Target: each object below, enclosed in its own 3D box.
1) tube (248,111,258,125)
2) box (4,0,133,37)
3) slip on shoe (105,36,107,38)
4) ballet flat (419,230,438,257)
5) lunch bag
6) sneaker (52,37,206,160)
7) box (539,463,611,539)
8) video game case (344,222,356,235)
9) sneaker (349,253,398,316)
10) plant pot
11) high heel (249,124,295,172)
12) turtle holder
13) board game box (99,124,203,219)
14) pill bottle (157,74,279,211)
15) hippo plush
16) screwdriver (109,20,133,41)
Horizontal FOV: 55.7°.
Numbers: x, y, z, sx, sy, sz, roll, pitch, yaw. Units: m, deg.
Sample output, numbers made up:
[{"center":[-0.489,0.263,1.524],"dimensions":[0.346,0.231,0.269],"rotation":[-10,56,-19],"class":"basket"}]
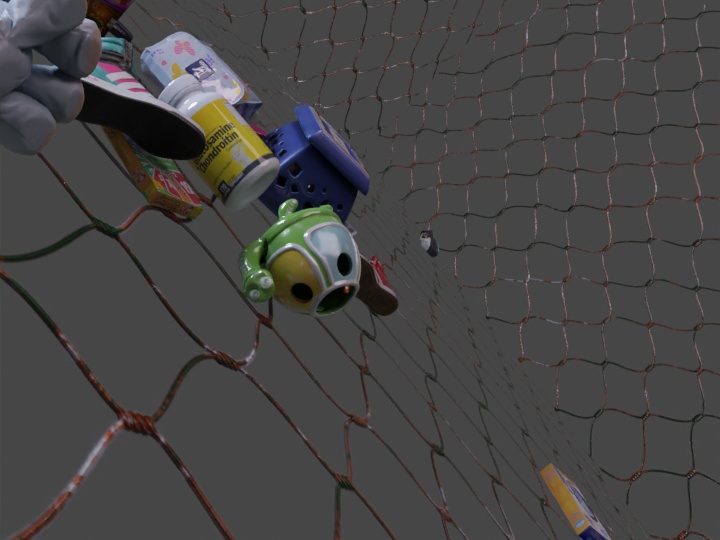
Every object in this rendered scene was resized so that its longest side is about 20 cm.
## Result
[{"center":[-0.319,-0.419,1.614],"dimensions":[0.200,0.051,0.058],"rotation":[47,-30,16],"class":"tube"},{"center":[-0.410,-0.375,0.873],"dimensions":[0.199,0.137,0.039],"rotation":[38,13,-39],"class":"box"},{"center":[-0.410,-0.351,0.990],"dimensions":[0.200,0.061,0.074],"rotation":[46,13,-4],"class":"slip on shoe"},{"center":[0.287,-0.118,2.909],"dimensions":[0.073,0.073,0.201],"rotation":[43,18,-21],"class":"ballet flat"},{"center":[-0.287,-0.329,1.234],"dimensions":[0.170,0.127,0.200],"rotation":[46,18,1],"class":"lunch bag"},{"center":[-0.286,-0.223,0.862],"dimensions":[0.196,0.084,0.123],"rotation":[22,42,-29],"class":"sneaker"},{"center":[0.482,0.533,1.505],"dimensions":[0.119,0.041,0.201],"rotation":[42,11,-32],"class":"box"},{"center":[-0.086,-0.143,1.640],"dimensions":[0.183,0.023,0.200],"rotation":[48,10,-1],"class":"video game case"},{"center":[0.000,0.000,1.360],"dimensions":[0.200,0.070,0.114],"rotation":[48,12,-44],"class":"sneaker"},{"center":[-0.100,-0.194,1.349],"dimensions":[0.199,0.180,0.201],"rotation":[39,14,-31],"class":"plant pot"},{"center":[-0.178,-0.256,1.507],"dimensions":[0.198,0.068,0.096],"rotation":[38,4,-15],"class":"high heel"},{"center":[-0.076,-0.011,0.928],"dimensions":[0.133,0.140,0.185],"rotation":[53,11,24],"class":"turtle holder"},{"center":[-0.287,-0.156,0.899],"dimensions":[0.201,0.030,0.095],"rotation":[50,11,22],"class":"board game box"},{"center":[-0.225,-0.201,1.064],"dimensions":[0.201,0.112,0.112],"rotation":[48,11,3],"class":"pill bottle"},{"center":[-0.353,-0.203,0.614],"dimensions":[0.159,0.161,0.201],"rotation":[31,51,10],"class":"hippo plush"},{"center":[-0.488,-0.474,1.207],"dimensions":[0.199,0.029,0.028],"rotation":[35,17,-39],"class":"screwdriver"}]
